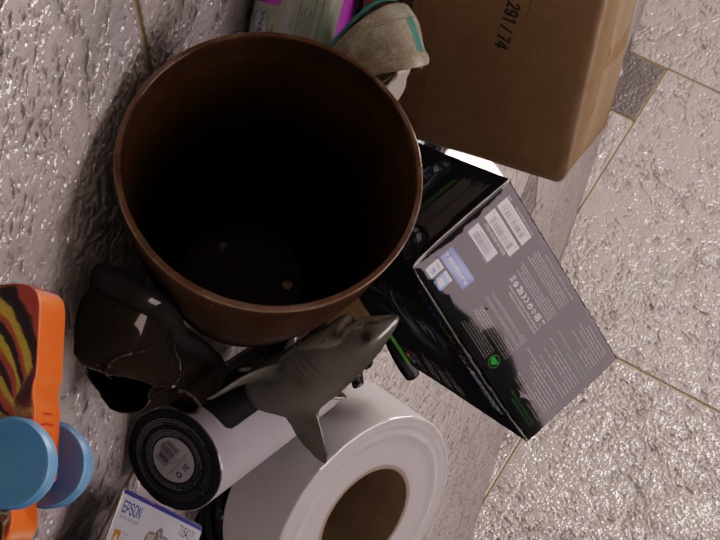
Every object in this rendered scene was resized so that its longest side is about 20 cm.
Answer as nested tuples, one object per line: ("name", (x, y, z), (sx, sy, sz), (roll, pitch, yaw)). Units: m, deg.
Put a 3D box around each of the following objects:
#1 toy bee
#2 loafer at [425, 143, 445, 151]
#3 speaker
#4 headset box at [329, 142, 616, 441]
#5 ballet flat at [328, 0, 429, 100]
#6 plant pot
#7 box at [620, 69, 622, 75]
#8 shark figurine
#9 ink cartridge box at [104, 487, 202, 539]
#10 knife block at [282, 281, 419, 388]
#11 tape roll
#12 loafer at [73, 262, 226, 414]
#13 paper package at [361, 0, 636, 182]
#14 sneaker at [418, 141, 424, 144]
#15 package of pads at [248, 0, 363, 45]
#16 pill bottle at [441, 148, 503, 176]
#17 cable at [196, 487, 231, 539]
("toy bee", (-0.200, 0.110, 0.824), (0.131, 0.109, 0.200), (64, 17, -58))
("loafer", (0.064, -0.191, 1.566), (0.070, 0.068, 0.201), (52, 48, -77))
("speaker", (-0.088, 0.106, 1.204), (0.200, 0.081, 0.081), (-31, 136, -58))
("headset box", (0.062, 0.003, 1.146), (0.093, 0.200, 0.174), (-41, 121, -11))
("ballet flat", (-0.022, -0.118, 1.130), (0.067, 0.062, 0.200), (-21, 168, -40))
("plant pot", (-0.070, -0.025, 1.044), (0.200, 0.187, 0.187), (114, -2, -66))
("box", (0.167, -0.285, 1.571), (0.200, 0.131, 0.199), (24, 51, -76))
("shark figurine", (-0.042, 0.090, 1.110), (0.128, 0.090, 0.214), (-30, -179, -15))
("ink cartridge box", (-0.186, 0.260, 1.127), (0.196, 0.043, 0.200), (59, 46, -70))
("knife block", (0.000, 0.000, 1.261), (0.064, 0.175, 0.200), (-60, 174, -47))
("tape roll", (-0.018, 0.196, 1.355), (0.202, 0.071, 0.203), (-28, 133, -34))
("loafer", (-0.146, 0.058, 1.027), (0.071, 0.073, 0.200), (-59, 160, -13))
("paper package", (0.099, -0.192, 1.157), (0.103, 0.190, 0.200), (-47, 151, -51))
("sneaker", (0.028, -0.111, 1.380), (0.200, 0.082, 0.074), (-22, 137, -51))
("package of pads", (-0.013, -0.238, 1.206), (0.200, 0.068, 0.155), (-18, 124, -74))
("pill bottle", (0.032, -0.023, 1.345), (0.200, 0.109, 0.109), (-35, -164, 40))
("cable", (-0.059, 0.206, 1.406), (0.200, 0.051, 0.163), (0, 111, -53))
